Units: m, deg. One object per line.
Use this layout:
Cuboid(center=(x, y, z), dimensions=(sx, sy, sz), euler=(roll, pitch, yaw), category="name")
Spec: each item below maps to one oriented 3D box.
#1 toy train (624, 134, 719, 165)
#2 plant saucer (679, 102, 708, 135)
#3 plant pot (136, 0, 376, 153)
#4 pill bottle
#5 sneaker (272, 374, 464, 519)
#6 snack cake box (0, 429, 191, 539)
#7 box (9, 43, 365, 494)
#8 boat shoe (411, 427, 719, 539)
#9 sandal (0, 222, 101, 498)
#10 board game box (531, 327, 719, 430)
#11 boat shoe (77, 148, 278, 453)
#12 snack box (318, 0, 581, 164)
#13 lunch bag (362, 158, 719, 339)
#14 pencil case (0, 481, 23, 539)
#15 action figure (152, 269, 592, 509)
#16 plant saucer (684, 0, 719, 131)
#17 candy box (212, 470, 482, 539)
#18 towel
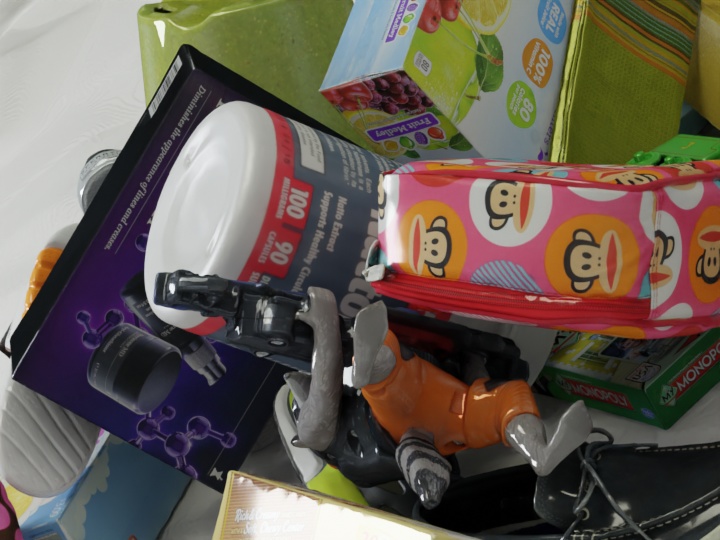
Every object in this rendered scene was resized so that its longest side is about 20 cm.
Cuboid(center=(0.208, -0.044, 1.425), dimensions=(0.056, 0.042, 0.200), euler=(-29, 19, -22), category="toy train")
Cuboid(center=(0.156, -0.096, 1.709), dimensions=(0.199, 0.028, 0.200), euler=(-29, 22, 13), category="plant saucer")
Cuboid(center=(-0.055, -0.087, 1.697), dimensions=(0.199, 0.186, 0.201), euler=(-11, 16, 3), category="plant pot")
Cuboid(center=(0.000, 0.000, 1.425), dimensions=(0.120, 0.199, 0.120), euler=(-45, 34, 43), category="pill bottle")
Cuboid(center=(0.009, 0.105, 1.442), dimensions=(0.080, 0.074, 0.200), euler=(-23, 26, -3), category="sneaker")
Cuboid(center=(-0.167, 0.125, 1.635), dimensions=(0.114, 0.067, 0.200), euler=(-21, 24, 31), category="snack cake box")
Cuboid(center=(-0.086, -0.001, 1.527), dimensions=(0.201, 0.141, 0.079), euler=(-59, 16, 9), category="box")
Cuboid(center=(0.109, 0.110, 1.278), dimensions=(0.199, 0.062, 0.075), euler=(-18, 24, 32), category="boat shoe")
Cuboid(center=(-0.180, 0.057, 1.606), dimensions=(0.059, 0.079, 0.207), euler=(-46, 18, 44), category="sandal")
Cuboid(center=(0.187, 0.002, 1.448), dimensions=(0.200, 0.029, 0.134), euler=(-41, 23, -19), category="board game box")
Cuboid(center=(-0.100, 0.011, 1.605), dimensions=(0.072, 0.201, 0.071), euler=(-25, 17, 2), category="boat shoe")
Cuboid(center=(0.081, -0.106, 1.545), dimensions=(0.067, 0.200, 0.169), euler=(-12, 46, 39), category="snack box")
Cuboid(center=(0.100, -0.018, 1.319), dimensions=(0.175, 0.083, 0.199), euler=(8, 6, 38), category="lunch bag")
Cuboid(center=(-0.215, 0.188, 1.450), dimensions=(0.090, 0.094, 0.200), euler=(-35, 42, 6), category="pencil case")
Cuboid(center=(-0.004, 0.061, 1.302), dimensions=(0.193, 0.198, 0.105), euler=(157, 124, -73), category="action figure")
Cuboid(center=(0.266, -0.170, 1.630), dimensions=(0.199, 0.049, 0.200), euler=(-27, 26, -5), category="plant saucer")
Cuboid(center=(-0.010, 0.165, 1.260), dimensions=(0.200, 0.055, 0.116), euler=(8, 83, 61), category="candy box")
Cuboid(center=(0.151, -0.101, 1.545), dimensions=(0.018, 0.086, 0.201), euler=(-28, 42, 49), category="towel")
